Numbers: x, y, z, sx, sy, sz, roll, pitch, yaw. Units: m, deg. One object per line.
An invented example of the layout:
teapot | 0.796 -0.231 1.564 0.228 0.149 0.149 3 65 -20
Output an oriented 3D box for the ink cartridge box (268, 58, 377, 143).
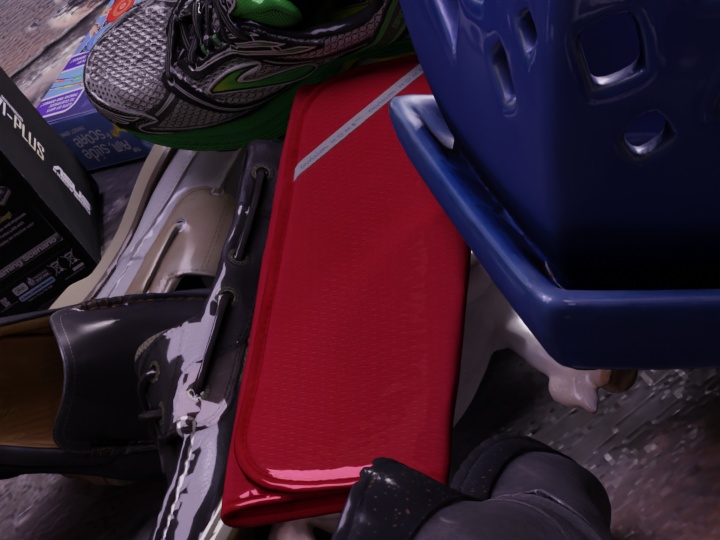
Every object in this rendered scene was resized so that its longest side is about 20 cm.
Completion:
ink cartridge box | 0.017 -0.118 1.039 0.117 0.067 0.201 -20 70 33

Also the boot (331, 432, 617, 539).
boot | 0.073 0.103 0.736 0.200 0.131 0.070 -4 -65 -70

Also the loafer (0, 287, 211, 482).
loafer | -0.100 0.045 0.991 0.199 0.073 0.072 -12 -9 8

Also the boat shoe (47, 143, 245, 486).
boat shoe | -0.064 0.001 1.074 0.068 0.075 0.200 27 80 36

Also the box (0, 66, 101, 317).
box | -0.247 -0.024 1.230 0.200 0.164 0.086 -33 28 12

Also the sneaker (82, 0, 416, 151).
sneaker | -0.034 -0.101 0.977 0.200 0.085 0.078 -20 70 38

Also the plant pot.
plant pot | 0.113 -0.079 0.804 0.199 0.180 0.200 -3 24 -15

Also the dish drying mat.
dish drying mat | 0.000 0.000 0.881 0.077 0.018 0.200 -9 43 17

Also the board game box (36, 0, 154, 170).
board game box | -0.063 -0.118 1.285 0.200 0.034 0.136 -10 40 44

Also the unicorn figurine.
unicorn figurine | 0.032 0.032 0.900 0.200 0.074 0.137 -45 32 -18

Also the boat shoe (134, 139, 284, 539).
boat shoe | -0.048 0.042 0.932 0.072 0.066 0.201 98 -167 -64
